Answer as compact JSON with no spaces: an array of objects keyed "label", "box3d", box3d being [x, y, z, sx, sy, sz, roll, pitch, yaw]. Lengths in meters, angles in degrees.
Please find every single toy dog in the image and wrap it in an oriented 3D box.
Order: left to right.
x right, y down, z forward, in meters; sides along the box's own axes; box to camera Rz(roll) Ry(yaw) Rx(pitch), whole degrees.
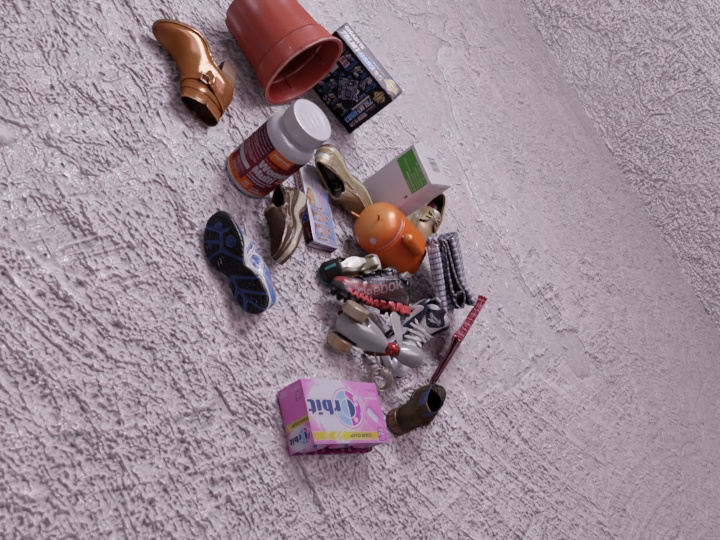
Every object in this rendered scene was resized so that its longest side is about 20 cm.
[{"label":"toy dog","box3d":[0.021,0.128,1.508,0.200,0.132,0.096,49,4,-24]}]

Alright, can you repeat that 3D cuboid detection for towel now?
[{"label":"towel","box3d":[0.199,0.001,1.731,0.200,0.085,0.166,-60,139,-82]},{"label":"towel","box3d":[0.212,0.147,1.690,0.022,0.145,0.200,31,35,10]}]

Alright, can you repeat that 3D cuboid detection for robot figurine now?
[{"label":"robot figurine","box3d":[0.061,-0.069,1.671,0.200,0.117,0.144,42,20,-43]}]

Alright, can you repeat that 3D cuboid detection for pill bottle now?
[{"label":"pill bottle","box3d":[-0.155,-0.231,1.476,0.109,0.200,0.110,29,44,-33]}]

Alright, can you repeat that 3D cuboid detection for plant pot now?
[{"label":"plant pot","box3d":[-0.175,-0.500,1.666,0.195,0.201,0.201,54,35,8]}]

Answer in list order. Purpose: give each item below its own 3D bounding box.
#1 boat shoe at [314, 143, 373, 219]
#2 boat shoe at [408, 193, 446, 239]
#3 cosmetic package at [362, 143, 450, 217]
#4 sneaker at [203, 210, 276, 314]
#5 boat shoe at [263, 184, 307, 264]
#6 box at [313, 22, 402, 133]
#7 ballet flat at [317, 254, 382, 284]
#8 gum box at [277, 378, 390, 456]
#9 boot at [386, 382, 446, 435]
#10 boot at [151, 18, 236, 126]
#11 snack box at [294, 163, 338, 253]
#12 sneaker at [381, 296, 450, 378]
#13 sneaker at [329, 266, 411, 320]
[{"label":"boat shoe","box3d":[-0.042,-0.172,1.665,0.200,0.072,0.076,51,35,-28]},{"label":"boat shoe","box3d":[0.164,-0.128,1.894,0.074,0.066,0.200,43,38,-20]},{"label":"cosmetic package","box3d":[0.089,-0.181,1.729,0.085,0.200,0.108,-1,63,-52]},{"label":"sneaker","box3d":[-0.212,-0.012,1.369,0.200,0.076,0.077,64,14,9]},{"label":"boat shoe","box3d":[-0.156,-0.093,1.489,0.075,0.075,0.202,32,32,-21]},{"label":"box","box3d":[-0.028,-0.437,1.787,0.199,0.200,0.050,48,59,-11]},{"label":"ballet flat","box3d":[0.000,0.000,1.599,0.200,0.068,0.068,-4,66,-52]},{"label":"gum box","box3d":[-0.041,0.257,1.357,0.200,0.066,0.114,12,55,-46]},{"label":"boot","box3d":[0.143,0.264,1.545,0.200,0.097,0.075,-24,83,-54]},{"label":"boot","box3d":[-0.329,-0.381,1.496,0.200,0.074,0.155,33,46,-26]},{"label":"snack box","box3d":[-0.095,-0.135,1.626,0.072,0.024,0.200,18,51,-44]},{"label":"sneaker","box3d":[0.120,0.126,1.595,0.080,0.130,0.199,47,36,-11]},{"label":"sneaker","box3d":[0.025,0.032,1.548,0.200,0.071,0.098,18,85,-35]}]
